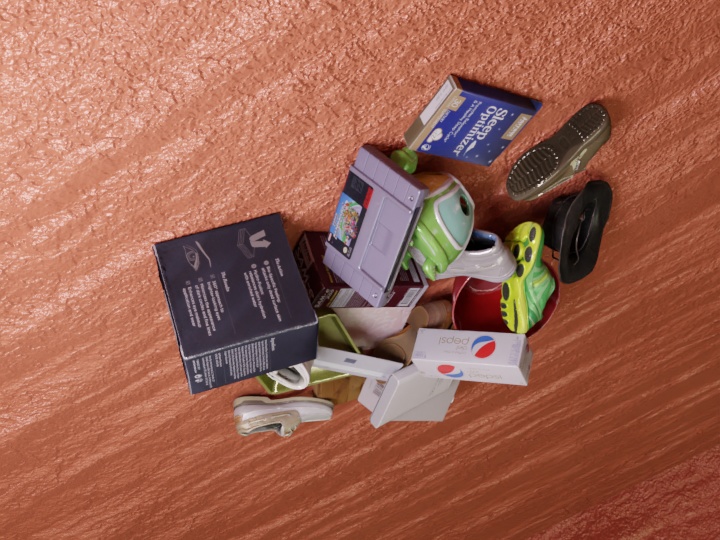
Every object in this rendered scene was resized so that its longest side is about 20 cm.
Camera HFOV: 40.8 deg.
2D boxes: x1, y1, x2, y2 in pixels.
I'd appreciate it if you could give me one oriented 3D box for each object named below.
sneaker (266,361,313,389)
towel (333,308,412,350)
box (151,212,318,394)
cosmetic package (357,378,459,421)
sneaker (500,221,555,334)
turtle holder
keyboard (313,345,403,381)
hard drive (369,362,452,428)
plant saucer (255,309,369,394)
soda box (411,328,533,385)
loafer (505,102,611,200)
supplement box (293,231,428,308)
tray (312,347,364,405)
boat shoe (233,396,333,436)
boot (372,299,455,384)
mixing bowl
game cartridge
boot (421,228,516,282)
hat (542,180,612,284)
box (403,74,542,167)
[{"bbox_3d":[-0.133,0.096,1.525,0.073,0.116,0.201,-27,118,21],"label":"sneaker"},{"bbox_3d":[0.004,0.083,1.739,0.188,0.033,0.201,-7,145,-25],"label":"towel"},{"bbox_3d":[-0.181,0.047,1.410,0.196,0.199,0.118,-15,149,-12],"label":"box"},{"bbox_3d":[0.101,0.236,1.924,0.198,0.084,0.109,12,105,-50],"label":"cosmetic package"},{"bbox_3d":[0.277,0.006,1.600,0.083,0.074,0.203,-21,127,-32],"label":"sneaker"},{"bbox_3d":[0.090,-0.091,1.458,0.132,0.186,0.141,-44,-175,-11],"label":"turtle holder"},{"bbox_3d":[-0.021,0.161,1.691,0.197,0.011,0.057,14,134,-26],"label":"keyboard"},{"bbox_3d":[0.112,0.209,1.802,0.198,0.026,0.133,-20,144,-40],"label":"hard drive"},{"bbox_3d":[-0.104,0.131,1.685,0.196,0.049,0.201,-15,142,11],"label":"plant saucer"},{"bbox_3d":[0.191,0.147,1.660,0.196,0.065,0.068,2,148,27],"label":"soda box"},{"bbox_3d":[0.316,-0.173,1.513,0.199,0.077,0.067,-38,139,24],"label":"loafer"},{"bbox_3d":[0.000,0.000,1.539,0.197,0.110,0.061,1,143,-32],"label":"supplement box"},{"bbox_3d":[-0.042,0.214,1.870,0.097,0.038,0.201,-17,156,-10],"label":"tray"},{"bbox_3d":[-0.147,0.286,1.868,0.196,0.070,0.075,1,153,-11],"label":"boat shoe"},{"bbox_3d":[0.119,0.134,1.805,0.153,0.074,0.201,-5,143,-50],"label":"boot"},{"bbox_3d":[0.241,0.026,1.704,0.196,0.109,0.203,-8,127,-10],"label":"mixing bowl"},{"bbox_3d":[0.016,-0.063,1.397,0.038,0.129,0.203,-20,138,-49],"label":"game cartridge"},{"bbox_3d":[0.151,-0.036,1.562,0.197,0.075,0.096,4,150,32],"label":"boot"},{"bbox_3d":[0.357,-0.073,1.664,0.200,0.080,0.204,-32,131,-45],"label":"hat"},{"bbox_3d":[0.172,-0.211,1.409,0.197,0.033,0.121,5,139,-38],"label":"box"}]
